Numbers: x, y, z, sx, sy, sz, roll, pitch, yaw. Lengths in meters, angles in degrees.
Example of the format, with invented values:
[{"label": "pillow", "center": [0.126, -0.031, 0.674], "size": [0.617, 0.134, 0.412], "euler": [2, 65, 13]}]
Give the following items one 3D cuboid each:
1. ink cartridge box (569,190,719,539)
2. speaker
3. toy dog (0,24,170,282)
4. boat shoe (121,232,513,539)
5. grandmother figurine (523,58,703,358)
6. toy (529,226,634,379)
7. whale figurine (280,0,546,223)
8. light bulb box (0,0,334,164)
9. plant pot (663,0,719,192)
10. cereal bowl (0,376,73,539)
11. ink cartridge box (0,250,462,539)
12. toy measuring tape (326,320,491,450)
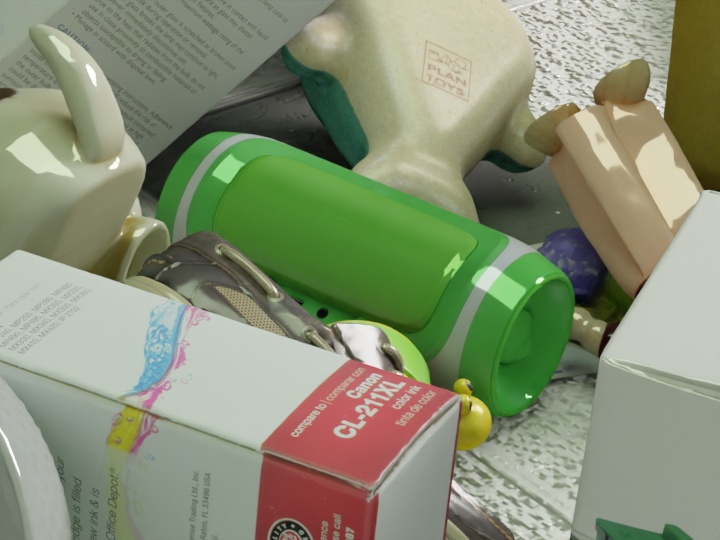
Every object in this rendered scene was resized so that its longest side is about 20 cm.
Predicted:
[{"label": "ink cartridge box", "center": [0.135, 0.090, 0.927], "size": [0.084, 0.200, 0.146], "euler": [16, 32, 16]}, {"label": "speaker", "center": [0.000, 0.000, 1.170], "size": [0.200, 0.089, 0.088], "euler": [24, 36, 28]}, {"label": "toy dog", "center": [-0.204, -0.041, 1.114], "size": [0.200, 0.194, 0.140], "euler": [29, 46, 20]}, {"label": "boat shoe", "center": [-0.011, 0.055, 1.008], "size": [0.200, 0.075, 0.073], "euler": [39, 63, -1]}, {"label": "grandmother figurine", "center": [0.150, 0.003, 1.159], "size": [0.200, 0.121, 0.061], "euler": [60, 16, 24]}, {"label": "toy", "center": [0.144, -0.004, 1.233], "size": [0.199, 0.047, 0.115], "euler": [-6, 32, -19]}, {"label": "whale figurine", "center": [0.022, -0.080, 1.304], "size": [0.159, 0.104, 0.200], "euler": [22, 43, -19]}, {"label": "light bulb box", "center": [-0.137, -0.178, 1.279], "size": [0.200, 0.125, 0.198], "euler": [-40, 50, 10]}, {"label": "plant pot", "center": [0.264, -0.112, 1.264], "size": [0.195, 0.195, 0.200], "euler": [10, -6, -28]}, {"label": "cereal bowl", "center": [-0.190, 0.108, 0.888], "size": [0.200, 0.201, 0.083], "euler": [17, 0, 19]}, {"label": "ink cartridge box", "center": [-0.073, 0.094, 0.943], "size": [0.200, 0.146, 0.083], "euler": [18, 32, 20]}, {"label": "toy measuring tape", "center": [-0.040, 0.054, 1.088], "size": [0.199, 0.074, 0.074], "euler": [4, 31, -2]}]
